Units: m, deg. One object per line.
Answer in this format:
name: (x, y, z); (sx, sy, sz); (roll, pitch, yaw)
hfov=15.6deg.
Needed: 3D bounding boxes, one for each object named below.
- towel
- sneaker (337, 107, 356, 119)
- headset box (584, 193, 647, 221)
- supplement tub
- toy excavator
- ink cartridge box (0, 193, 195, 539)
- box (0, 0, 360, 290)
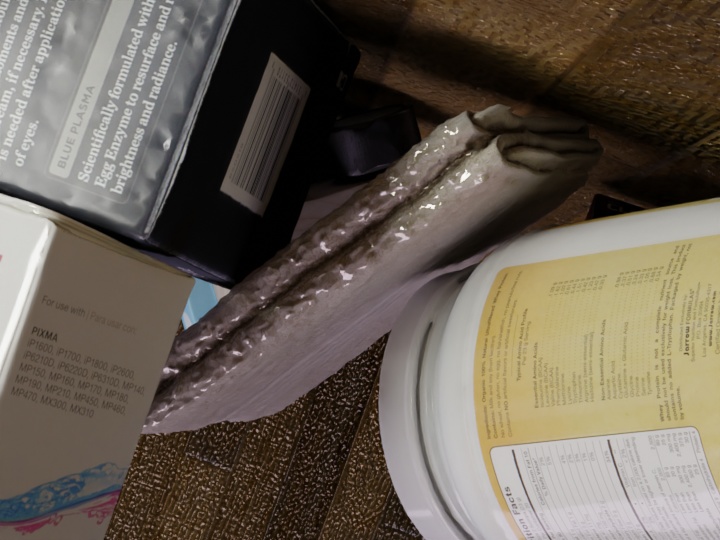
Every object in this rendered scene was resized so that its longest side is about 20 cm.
towel: (0.000, 0.000, 1.053); (0.034, 0.200, 0.133); (57, -161, 12)
sneaker: (-0.056, -0.054, 1.377); (0.077, 0.080, 0.200); (22, 177, -33)
headset box: (0.162, 0.046, 1.209); (0.149, 0.075, 0.200); (18, -155, 0)
supplement tub: (0.121, 0.048, 1.002); (0.200, 0.145, 0.145); (-9, 158, 41)
toy excavator: (-0.070, -0.009, 1.275); (0.194, 0.100, 0.200); (-19, -170, -17)
ink cartridge box: (-0.163, 0.069, 0.936); (0.148, 0.200, 0.086); (18, 175, 38)
box: (-0.125, -0.082, 1.007); (0.200, 0.117, 0.197); (20, 177, 12)
